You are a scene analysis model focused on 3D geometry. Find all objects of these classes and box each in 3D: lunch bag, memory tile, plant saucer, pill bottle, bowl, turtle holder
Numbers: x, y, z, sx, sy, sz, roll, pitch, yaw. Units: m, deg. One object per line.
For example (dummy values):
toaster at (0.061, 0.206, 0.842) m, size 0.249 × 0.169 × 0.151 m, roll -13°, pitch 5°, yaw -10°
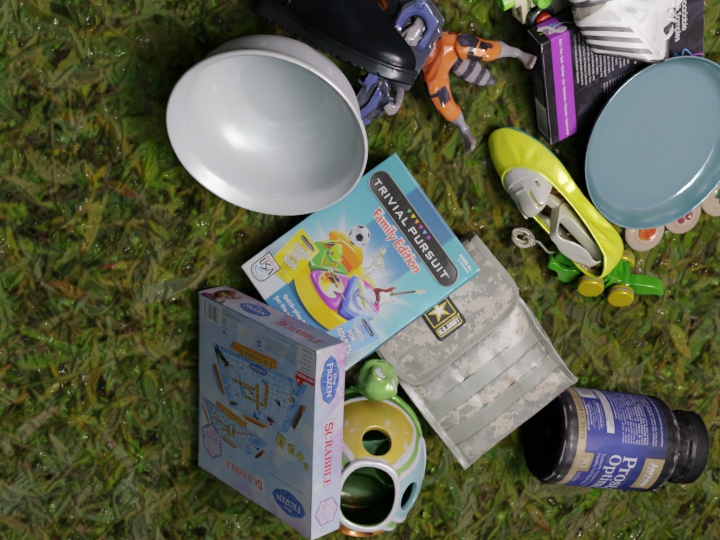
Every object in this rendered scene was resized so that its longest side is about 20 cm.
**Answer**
lunch bag at (0.111, 0.080, 1.443) m, size 0.163 × 0.118 × 0.201 m, roll -37°, pitch 108°, yaw 0°
memory tile at (0.373, -0.120, 1.510) m, size 0.198 × 0.017 × 0.155 m, roll -24°, pitch 114°, yaw -8°
plant saucer at (0.324, -0.140, 1.447) m, size 0.198 × 0.027 × 0.202 m, roll -11°, pitch 121°, yaw -19°
pill bottle at (0.297, 0.196, 1.542) m, size 0.197 × 0.112 × 0.113 m, roll 8°, pitch 106°, yaw -20°
bowl at (-0.083, -0.156, 1.290) m, size 0.198 × 0.091 × 0.202 m, roll 7°, pitch 137°, yaw 6°
turtle holder at (0.013, 0.190, 1.385) m, size 0.140 × 0.132 × 0.186 m, roll 34°, pitch 102°, yaw -13°

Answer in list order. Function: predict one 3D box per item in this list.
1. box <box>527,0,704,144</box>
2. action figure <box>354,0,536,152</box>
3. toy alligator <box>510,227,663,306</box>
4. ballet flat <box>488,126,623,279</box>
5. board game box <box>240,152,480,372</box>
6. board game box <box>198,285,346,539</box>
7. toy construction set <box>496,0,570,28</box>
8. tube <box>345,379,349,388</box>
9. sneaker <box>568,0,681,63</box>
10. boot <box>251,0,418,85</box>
box at (0.271, -0.232, 1.397) m, size 0.198 × 0.036 × 0.144 m, roll -26°, pitch 139°, yaw -9°
action figure at (0.051, -0.203, 1.356) m, size 0.192 × 0.105 × 0.200 m, roll 30°, pitch 125°, yaw -17°
toy alligator at (0.245, 0.000, 1.495) m, size 0.198 × 0.060 × 0.054 m, roll 18°, pitch 146°, yaw -16°
ballet flat at (0.205, -0.068, 1.422) m, size 0.200 × 0.067 × 0.067 m, roll 45°, pitch 48°, yaw -13°
board game box at (0.000, 0.000, 1.376) m, size 0.199 × 0.047 × 0.152 m, roll -36°, pitch 84°, yaw -3°
board game box at (-0.094, 0.139, 1.351) m, size 0.041 × 0.199 × 0.202 m, roll -13°, pitch 115°, yaw -39°
toy construction set at (0.194, -0.323, 1.341) m, size 0.198 × 0.093 × 0.132 m, roll -17°, pitch 137°, yaw -3°
tube at (-0.030, 0.161, 1.463) m, size 0.077 × 0.050 × 0.202 m, roll -26°, pitch 111°, yaw -3°
sneaker at (0.301, -0.276, 1.314) m, size 0.199 × 0.076 × 0.116 m, roll -27°, pitch 115°, yaw -1°
boot at (-0.001, -0.284, 1.249) m, size 0.076 × 0.199 × 0.170 m, roll 5°, pitch 114°, yaw -56°
